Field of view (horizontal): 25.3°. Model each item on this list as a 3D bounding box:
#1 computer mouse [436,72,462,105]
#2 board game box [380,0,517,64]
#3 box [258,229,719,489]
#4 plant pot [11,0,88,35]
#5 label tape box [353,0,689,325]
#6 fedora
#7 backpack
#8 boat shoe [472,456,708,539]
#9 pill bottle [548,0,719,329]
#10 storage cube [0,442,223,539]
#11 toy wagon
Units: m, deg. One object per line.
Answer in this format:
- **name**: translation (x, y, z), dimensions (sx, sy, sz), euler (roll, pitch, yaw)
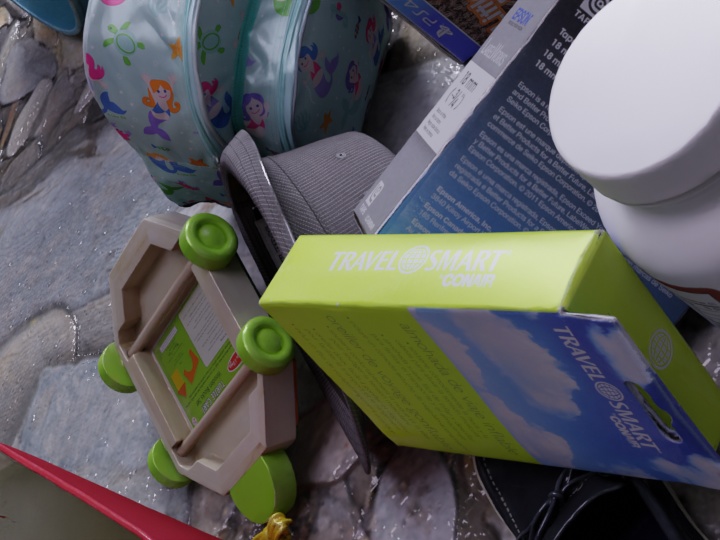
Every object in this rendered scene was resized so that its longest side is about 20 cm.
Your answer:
- **computer mouse**: translation (0.085, -0.122, 0.826), dimensions (0.200, 0.046, 0.141), euler (-37, 63, -8)
- **board game box**: translation (0.094, -0.251, 0.940), dimensions (0.199, 0.097, 0.160), euler (-32, 46, 28)
- **box**: translation (0.063, 0.036, 0.689), dimensions (0.199, 0.122, 0.048), euler (1, 53, 46)
- **plant pot**: translation (-0.233, -0.323, 1.266), dimensions (0.188, 0.200, 0.200), euler (-49, 38, -14)
- **label tape box**: translation (0.115, -0.056, 0.752), dimensions (0.200, 0.144, 0.063), euler (-51, 15, 8)
- **fedora**: translation (0.000, 0.000, 0.858), dimensions (0.090, 0.178, 0.200), euler (-25, 42, -8)
- **backpack**: translation (-0.075, -0.137, 0.965), dimensions (0.150, 0.200, 0.179), euler (7, 69, 26)
- **boat shoe**: translation (0.106, 0.115, 0.723), dimensions (0.075, 0.062, 0.200), euler (-53, 38, 9)
- **pill bottle**: translation (0.166, -0.031, 0.645), dimensions (0.112, 0.200, 0.113), euler (-24, 50, 33)
- **storage cube**: translation (-0.119, 0.212, 0.801), dimensions (0.199, 0.179, 0.172), euler (18, 79, 49)
- **toy wagon**: translation (-0.085, 0.068, 0.924), dimensions (0.201, 0.039, 0.155), euler (59, 140, 17)
